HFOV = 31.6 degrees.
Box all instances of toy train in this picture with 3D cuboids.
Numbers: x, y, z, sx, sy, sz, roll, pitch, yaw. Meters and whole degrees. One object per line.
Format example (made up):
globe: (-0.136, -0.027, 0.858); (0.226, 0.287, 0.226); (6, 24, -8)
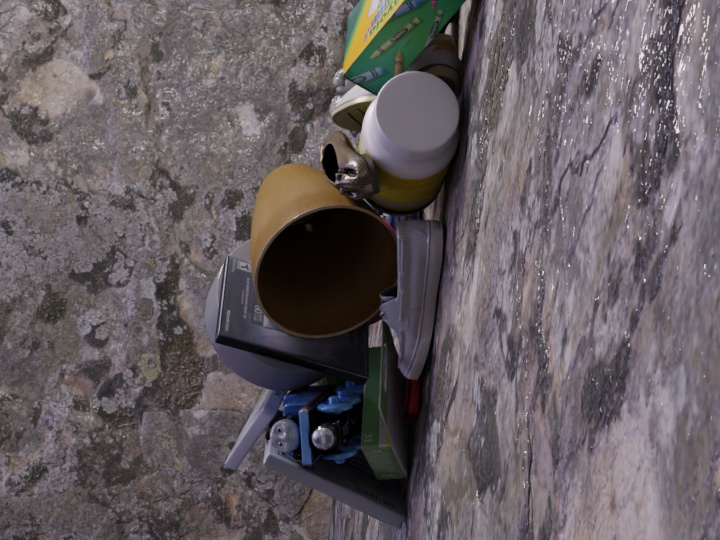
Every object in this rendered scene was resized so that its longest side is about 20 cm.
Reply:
toy train: (-0.052, 0.195, 1.624); (0.200, 0.113, 0.088); (-29, -66, -78)

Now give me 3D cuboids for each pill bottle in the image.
pill bottle: (0.054, -0.146, 1.478); (0.200, 0.113, 0.116); (106, 170, -74)

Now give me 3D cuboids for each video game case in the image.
video game case: (-0.119, 0.167, 1.774); (0.183, 0.022, 0.200); (-63, 4, -35)
video game case: (-0.035, 0.263, 1.704); (0.022, 0.198, 0.182); (-63, 7, 11)
video game case: (-0.083, 0.062, 1.612); (0.144, 0.198, 0.019); (-90, 22, -47)

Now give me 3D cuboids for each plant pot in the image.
plant pot: (-0.063, -0.048, 1.608); (0.201, 0.184, 0.188); (-116, 28, -54)

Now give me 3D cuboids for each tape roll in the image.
tape roll: (-0.103, 0.054, 1.680); (0.066, 0.198, 0.202); (130, 150, -53)

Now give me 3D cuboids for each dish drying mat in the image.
dish drying mat: (0.070, 0.088, 1.635); (0.077, 0.018, 0.202); (89, -175, -77)

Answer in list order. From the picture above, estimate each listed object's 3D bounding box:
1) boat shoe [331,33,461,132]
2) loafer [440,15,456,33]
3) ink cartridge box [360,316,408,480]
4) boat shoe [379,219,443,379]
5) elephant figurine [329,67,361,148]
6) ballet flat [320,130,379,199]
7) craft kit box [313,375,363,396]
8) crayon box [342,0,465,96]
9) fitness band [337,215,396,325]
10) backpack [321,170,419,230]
boat shoe: (0.046, -0.226, 1.554); (0.199, 0.074, 0.069); (-16, 58, 42)
loafer: (0.097, -0.338, 1.615); (0.073, 0.070, 0.202); (48, -135, -44)
ink cartridge box: (0.025, 0.158, 1.614); (0.201, 0.047, 0.147); (67, -159, -54)
boat shoe: (0.056, 0.035, 1.533); (0.072, 0.068, 0.202); (-91, 7, -65)
elephant figurine: (0.051, -0.230, 1.705); (0.142, 0.155, 0.200); (-48, -14, 18)
ballet flat: (-0.023, -0.120, 1.493); (0.200, 0.046, 0.068); (-132, 26, -68)
craft kit box: (-0.047, 0.149, 1.864); (0.201, 0.048, 0.198); (92, 154, -45)
crayon box: (0.058, -0.307, 1.438); (0.200, 0.058, 0.120); (-45, 28, 39)
fitness band: (0.000, 0.000, 1.712); (0.200, 0.037, 0.145); (-31, 84, 59)
backpack: (0.011, -0.069, 1.846); (0.191, 0.152, 0.202); (89, 170, -59)
